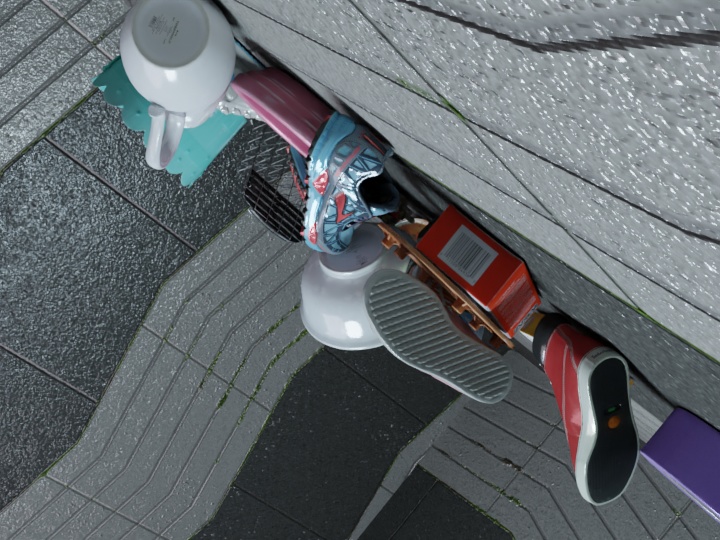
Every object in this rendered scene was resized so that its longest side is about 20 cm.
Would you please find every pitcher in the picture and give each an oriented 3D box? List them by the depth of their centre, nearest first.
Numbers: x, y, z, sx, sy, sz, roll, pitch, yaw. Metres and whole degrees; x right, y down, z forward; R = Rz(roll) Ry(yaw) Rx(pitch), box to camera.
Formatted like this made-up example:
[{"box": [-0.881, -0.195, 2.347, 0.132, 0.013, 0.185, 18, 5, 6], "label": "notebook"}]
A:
[{"box": [-0.204, -0.206, 0.930, 0.119, 0.174, 0.200, 19, 173, -3], "label": "pitcher"}]

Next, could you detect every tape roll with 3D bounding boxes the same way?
[{"box": [0.393, 0.235, 0.885, 0.199, 0.066, 0.200, 40, -178, -2], "label": "tape roll"}]

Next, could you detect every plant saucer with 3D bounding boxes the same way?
[{"box": [-0.063, -0.171, 0.999, 0.200, 0.051, 0.201, 40, 179, 1], "label": "plant saucer"}]

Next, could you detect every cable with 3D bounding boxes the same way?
[{"box": [0.008, -0.135, 1.213, 0.201, 0.050, 0.097, 54, -171, 24], "label": "cable"}]

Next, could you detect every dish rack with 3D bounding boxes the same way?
[{"box": [-0.116, -0.146, 1.233, 0.054, 0.203, 0.153, -7, 147, 37], "label": "dish rack"}]

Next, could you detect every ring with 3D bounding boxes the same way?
[{"box": [0.090, 0.020, 0.924, 0.200, 0.019, 0.200, 44, -179, -1], "label": "ring"}]

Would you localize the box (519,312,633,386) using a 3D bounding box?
[{"box": [0.277, 0.110, 1.116, 0.119, 0.042, 0.200, 41, 179, 2], "label": "box"}]

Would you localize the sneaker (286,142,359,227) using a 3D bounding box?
[{"box": [-0.038, -0.122, 1.147, 0.080, 0.094, 0.202, 79, 169, -51], "label": "sneaker"}]

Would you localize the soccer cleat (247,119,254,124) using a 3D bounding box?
[{"box": [-0.183, -0.294, 1.351, 0.200, 0.064, 0.085, -128, 18, -62], "label": "soccer cleat"}]

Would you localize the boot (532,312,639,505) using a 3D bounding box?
[{"box": [0.249, 0.154, 0.972, 0.144, 0.071, 0.203, -135, 33, -63], "label": "boot"}]

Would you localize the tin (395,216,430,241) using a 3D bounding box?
[{"box": [0.107, 0.008, 1.212, 0.200, 0.112, 0.042, 42, -177, 24], "label": "tin"}]

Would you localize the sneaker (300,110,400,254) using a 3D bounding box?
[{"box": [-0.008, -0.071, 0.885, 0.094, 0.080, 0.201, 24, 151, 11], "label": "sneaker"}]

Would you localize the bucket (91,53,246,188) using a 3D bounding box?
[{"box": [-0.270, -0.239, 1.222, 0.208, 0.134, 0.207, 49, 177, 3], "label": "bucket"}]

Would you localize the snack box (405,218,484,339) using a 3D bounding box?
[{"box": [0.107, 0.030, 1.063, 0.116, 0.037, 0.201, 40, -145, -12], "label": "snack box"}]

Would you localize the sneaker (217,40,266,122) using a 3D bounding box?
[{"box": [-0.148, -0.230, 1.098, 0.199, 0.081, 0.076, 38, 180, -22], "label": "sneaker"}]

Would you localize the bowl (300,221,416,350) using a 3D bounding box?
[{"box": [0.000, 0.000, 1.131, 0.201, 0.200, 0.091, 41, 160, 45], "label": "bowl"}]

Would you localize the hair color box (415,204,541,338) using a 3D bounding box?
[{"box": [0.134, 0.007, 0.924, 0.101, 0.061, 0.200, 41, 180, 21], "label": "hair color box"}]

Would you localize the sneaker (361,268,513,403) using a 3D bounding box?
[{"box": [0.068, 0.066, 0.905, 0.199, 0.076, 0.105, 37, 178, -20], "label": "sneaker"}]
